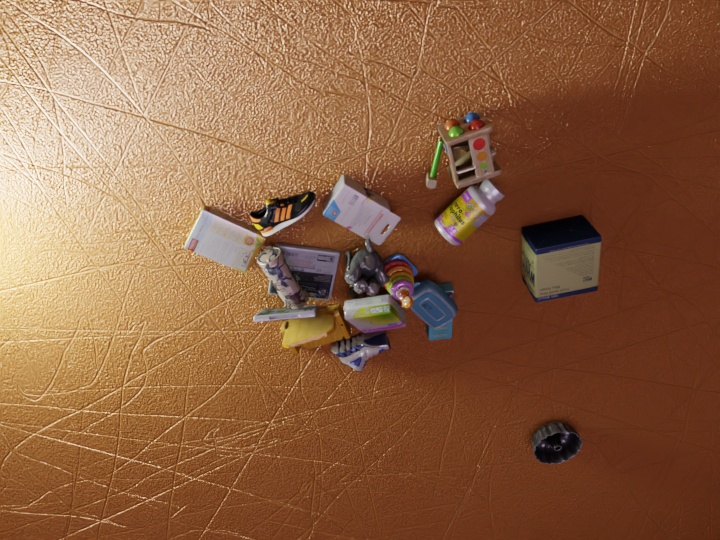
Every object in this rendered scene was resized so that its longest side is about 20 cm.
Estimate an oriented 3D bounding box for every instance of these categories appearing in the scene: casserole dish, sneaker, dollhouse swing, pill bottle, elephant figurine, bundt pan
[{"bbox_3d":[0.226,0.115,1.784,0.121,0.039,0.200,-38,118,19],"label":"casserole dish"},{"bbox_3d":[0.011,0.278,1.914,0.198,0.081,0.116,-13,128,11],"label":"sneaker"},{"bbox_3d":[-0.140,0.224,1.794,0.199,0.176,0.182,-18,125,5],"label":"dollhouse swing"},{"bbox_3d":[0.316,-0.173,1.621,0.104,0.104,0.200,35,113,-25],"label":"pill bottle"},{"bbox_3d":[-0.222,-0.176,1.584,0.199,0.070,0.090,-30,125,16],"label":"sneaker"},{"bbox_3d":[0.000,0.000,1.703,0.155,0.200,0.142,-46,103,-4],"label":"elephant figurine"},{"bbox_3d":[0.781,0.687,2.259,0.200,0.076,0.203,-3,124,-5],"label":"bundt pan"}]

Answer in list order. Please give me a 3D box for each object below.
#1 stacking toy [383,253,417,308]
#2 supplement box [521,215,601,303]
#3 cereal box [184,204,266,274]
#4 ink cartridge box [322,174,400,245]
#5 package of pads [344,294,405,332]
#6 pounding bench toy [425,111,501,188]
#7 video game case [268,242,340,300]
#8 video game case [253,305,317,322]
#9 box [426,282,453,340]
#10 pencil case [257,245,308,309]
[{"bbox_3d":[0.122,0.051,1.691,0.116,0.200,0.110,-42,119,16],"label":"stacking toy"},{"bbox_3d":[0.611,-0.035,1.725,0.199,0.135,0.201,-11,124,2],"label":"supplement box"},{"bbox_3d":[-0.395,-0.088,1.643,0.199,0.040,0.144,26,117,-20],"label":"cereal box"},{"bbox_3d":[0.004,-0.171,1.612,0.199,0.068,0.115,28,117,-22],"label":"ink cartridge box"},{"bbox_3d":[0.045,0.136,1.756,0.154,0.069,0.200,-9,158,15],"label":"package of pads"},{"bbox_3d":[0.254,-0.319,1.504,0.199,0.125,0.157,-18,124,6],"label":"pounding bench toy"},{"bbox_3d":[-0.176,0.006,1.740,0.199,0.023,0.183,7,122,-11],"label":"video game case"},{"bbox_3d":[-0.224,0.132,1.725,0.181,0.200,0.022,-5,92,-3],"label":"video game case"},{"bbox_3d":[0.262,0.137,1.855,0.082,0.049,0.201,-6,124,-2],"label":"box"},{"bbox_3d":[-0.231,0.022,1.680,0.077,0.090,0.201,-27,120,1],"label":"pencil case"}]
